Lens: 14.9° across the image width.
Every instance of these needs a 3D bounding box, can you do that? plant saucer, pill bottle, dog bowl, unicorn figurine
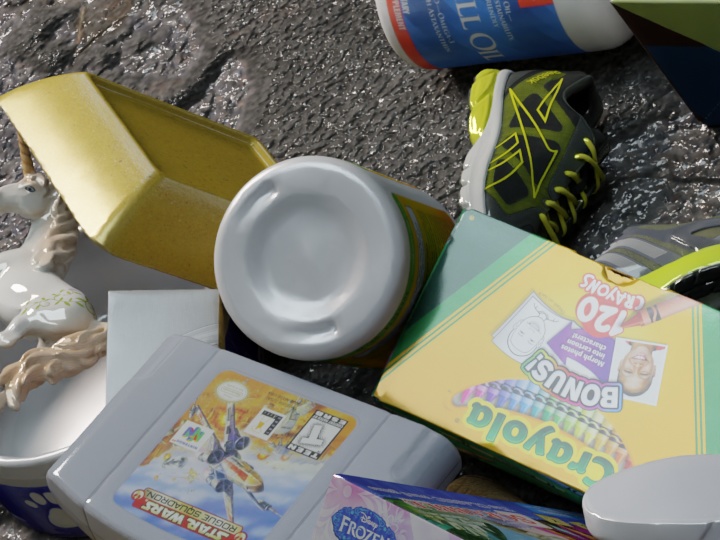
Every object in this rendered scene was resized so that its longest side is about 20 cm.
[{"bbox_3d":[-0.104,-0.052,1.698,0.049,0.199,0.200,-59,37,16],"label":"plant saucer"},{"bbox_3d":[0.000,0.000,1.568,0.110,0.200,0.112,-1,85,17],"label":"pill bottle"},{"bbox_3d":[-0.162,0.064,1.711,0.199,0.079,0.201,-18,42,17],"label":"dog bowl"},{"bbox_3d":[-0.212,0.014,1.688,0.137,0.074,0.200,-32,53,-14],"label":"unicorn figurine"},{"bbox_3d":[0.117,-0.193,1.759,0.199,0.112,0.113,-5,47,31],"label":"pill bottle"}]

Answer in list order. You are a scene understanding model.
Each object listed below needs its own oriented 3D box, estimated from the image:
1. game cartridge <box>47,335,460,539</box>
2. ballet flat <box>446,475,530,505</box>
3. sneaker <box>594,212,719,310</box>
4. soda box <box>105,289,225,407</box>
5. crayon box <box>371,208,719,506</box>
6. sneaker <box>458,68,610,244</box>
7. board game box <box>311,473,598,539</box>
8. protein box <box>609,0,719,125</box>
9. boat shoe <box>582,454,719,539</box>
[{"bbox_3d":[-0.063,0.112,1.454,0.199,0.042,0.133,19,49,32],"label":"game cartridge"},{"bbox_3d":[0.021,0.172,1.453,0.200,0.068,0.072,-28,16,-32],"label":"ballet flat"},{"bbox_3d":[0.145,0.020,1.568,0.199,0.074,0.081,-15,33,12],"label":"sneaker"},{"bbox_3d":[-0.111,0.114,1.566,0.068,0.063,0.201,0,71,0],"label":"soda box"},{"bbox_3d":[0.121,0.060,1.473,0.199,0.058,0.119,23,80,24],"label":"crayon box"},{"bbox_3d":[0.108,-0.055,1.655,0.084,0.075,0.201,-11,48,15],"label":"sneaker"},{"bbox_3d":[0.112,0.160,1.344,0.199,0.199,0.041,23,97,45],"label":"board game box"},{"bbox_3d":[0.287,-0.202,1.613,0.198,0.135,0.201,4,63,36],"label":"protein box"},{"bbox_3d":[0.211,0.134,1.370,0.199,0.068,0.072,-3,24,5],"label":"boat shoe"}]
